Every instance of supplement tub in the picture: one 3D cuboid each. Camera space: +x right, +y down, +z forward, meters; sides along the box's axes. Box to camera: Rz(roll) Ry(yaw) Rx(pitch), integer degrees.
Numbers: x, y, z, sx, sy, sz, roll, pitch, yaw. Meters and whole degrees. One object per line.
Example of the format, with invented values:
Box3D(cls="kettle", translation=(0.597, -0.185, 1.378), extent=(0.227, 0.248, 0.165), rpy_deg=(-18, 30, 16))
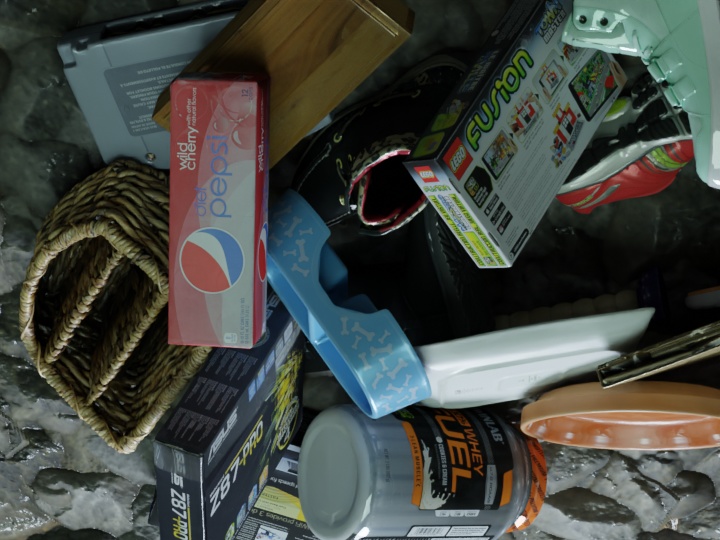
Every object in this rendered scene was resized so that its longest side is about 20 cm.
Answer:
Box3D(cls="supplement tub", translation=(0.056, 0.178, 1.719), extent=(0.199, 0.123, 0.123), rpy_deg=(4, 136, -34))

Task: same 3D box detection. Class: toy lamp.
Box3D(cls="toy lamp", translation=(0.158, 0.041, 1.672), extent=(0.198, 0.058, 0.058), rpy_deg=(-10, 127, 15))

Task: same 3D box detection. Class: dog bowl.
Box3D(cls="dog bowl", translation=(-0.021, 0.030, 1.559), extent=(0.049, 0.200, 0.112), rpy_deg=(-34, 166, -11))

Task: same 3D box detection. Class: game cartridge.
Box3D(cls="game cartridge", translation=(-0.126, -0.146, 1.576), extent=(0.198, 0.041, 0.134), rpy_deg=(-9, 123, 15))

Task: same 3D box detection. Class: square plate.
Box3D(cls="square plate", translation=(0.137, 0.078, 1.627), extent=(0.196, 0.029, 0.200), rpy_deg=(-10, 166, 0))

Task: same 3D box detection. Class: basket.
Box3D(cls="basket", translation=(-0.205, 0.027, 1.631), extent=(0.142, 0.150, 0.200), rpy_deg=(22, 138, -19))

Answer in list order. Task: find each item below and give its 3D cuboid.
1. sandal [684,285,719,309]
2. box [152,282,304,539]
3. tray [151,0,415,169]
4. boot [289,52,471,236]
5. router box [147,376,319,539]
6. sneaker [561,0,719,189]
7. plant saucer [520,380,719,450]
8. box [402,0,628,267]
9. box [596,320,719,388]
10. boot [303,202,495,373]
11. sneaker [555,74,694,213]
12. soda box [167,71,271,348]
Box3D(cls="sandal", translation=(0.346, -0.013, 1.592), extent=(0.206, 0.079, 0.060), rpy_deg=(-14, 89, 36))
Box3D(cls="box", translation=(-0.104, 0.130, 1.621), extent=(0.049, 0.200, 0.162), rpy_deg=(16, 134, 16))
Box3D(cls="tray", translation=(-0.061, -0.155, 1.515), extent=(0.098, 0.037, 0.200), rpy_deg=(36, 124, -20))
Box3D(cls="boot", translation=(0.002, -0.073, 1.534), extent=(0.073, 0.154, 0.203), rpy_deg=(45, 122, -13))
Box3D(cls="router box", translation=(-0.082, 0.195, 1.832), extent=(0.199, 0.052, 0.158), rpy_deg=(18, 130, -7))
Box3D(cls="sneaker", translation=(0.212, -0.152, 1.458), extent=(0.117, 0.074, 0.202), rpy_deg=(-10, 90, 15))
Box3D(cls="plant saucer", translation=(0.235, 0.122, 1.682), extent=(0.198, 0.033, 0.200), rpy_deg=(1, 166, 0))
Box3D(cls="box", translation=(0.118, -0.112, 1.467), extent=(0.035, 0.200, 0.110), rpy_deg=(-2, 135, 47))
Box3D(cls="box", translation=(0.295, 0.051, 1.588), extent=(0.163, 0.200, 0.021), rpy_deg=(-23, 82, 26))
Box3D(cls="boot", translation=(0.000, 0.001, 1.661), extent=(0.199, 0.066, 0.166), rpy_deg=(-5, 104, 31))
Box3D(cls="sneaker", translation=(0.235, -0.103, 1.548), extent=(0.199, 0.078, 0.085), rpy_deg=(-22, 143, 24))
Box3D(cls="soda box", translation=(-0.105, -0.046, 1.490), extent=(0.069, 0.063, 0.202), rpy_deg=(2, 101, 7))
